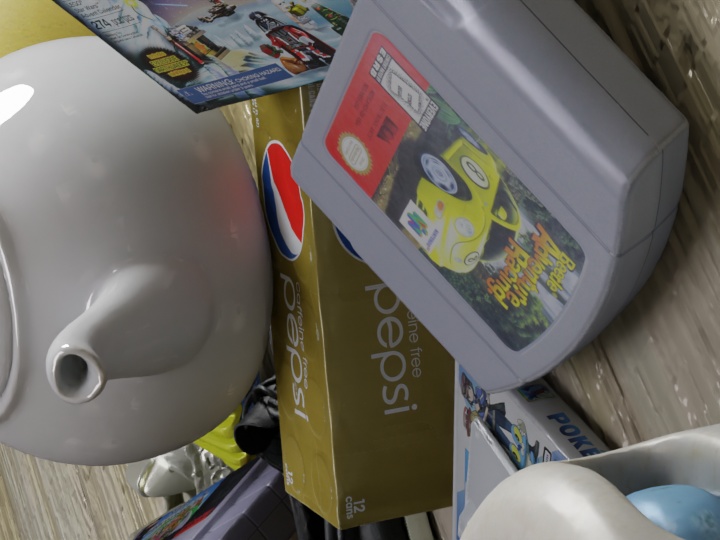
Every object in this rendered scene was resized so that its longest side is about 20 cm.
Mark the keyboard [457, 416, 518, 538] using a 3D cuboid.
[{"bbox_3d":[0.079,0.132,0.982,0.200,0.011,0.056,-124,35,-49],"label":"keyboard"}]

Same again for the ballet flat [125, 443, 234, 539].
[{"bbox_3d":[-0.092,0.128,1.439,0.072,0.071,0.201,-136,41,-59],"label":"ballet flat"}]

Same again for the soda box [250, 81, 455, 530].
[{"bbox_3d":[0.000,0.000,1.120,0.068,0.064,0.201,-153,56,-66],"label":"soda box"}]

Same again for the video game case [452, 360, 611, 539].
[{"bbox_3d":[0.079,0.150,1.036,0.182,0.022,0.201,-131,36,-56],"label":"video game case"}]

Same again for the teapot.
[{"bbox_3d":[-0.143,-0.002,1.149,0.198,0.146,0.200,63,144,18],"label":"teapot"}]

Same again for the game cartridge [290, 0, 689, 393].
[{"bbox_3d":[0.043,-0.033,0.946,0.133,0.041,0.200,44,155,8],"label":"game cartridge"}]

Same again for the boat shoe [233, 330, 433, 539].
[{"bbox_3d":[-0.023,0.076,1.216,0.075,0.066,0.200,123,134,-63],"label":"boat shoe"}]

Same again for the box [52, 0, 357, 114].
[{"bbox_3d":[-0.041,-0.124,0.986,0.200,0.137,0.040,-11,49,49],"label":"box"}]

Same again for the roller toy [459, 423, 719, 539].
[{"bbox_3d":[0.104,0.139,0.781,0.200,0.139,0.183,109,146,-55],"label":"roller toy"}]

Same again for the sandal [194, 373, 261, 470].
[{"bbox_3d":[-0.071,0.018,1.320,0.079,0.087,0.200,28,149,35],"label":"sandal"}]

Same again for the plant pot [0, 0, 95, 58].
[{"bbox_3d":[-0.181,-0.032,1.363,0.142,0.199,0.201,-101,11,-62],"label":"plant pot"}]

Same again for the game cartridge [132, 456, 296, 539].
[{"bbox_3d":[-0.099,0.153,1.318,0.038,0.130,0.200,45,140,-9],"label":"game cartridge"}]
